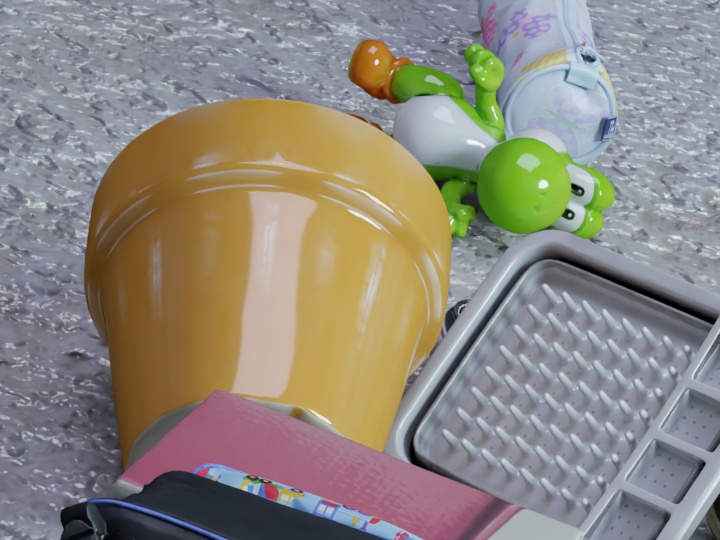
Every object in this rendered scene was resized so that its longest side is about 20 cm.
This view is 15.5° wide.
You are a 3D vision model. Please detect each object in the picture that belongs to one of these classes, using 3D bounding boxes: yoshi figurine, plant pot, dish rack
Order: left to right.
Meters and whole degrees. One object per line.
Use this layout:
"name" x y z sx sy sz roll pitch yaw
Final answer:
"plant pot" -0.053 0.043 1.396 0.200 0.200 0.183 7 44 -4
"yoshi figurine" 0.069 -0.079 1.731 0.200 0.112 0.112 25 48 21
"dish rack" 0.126 0.077 1.432 0.200 0.044 0.172 25 74 38

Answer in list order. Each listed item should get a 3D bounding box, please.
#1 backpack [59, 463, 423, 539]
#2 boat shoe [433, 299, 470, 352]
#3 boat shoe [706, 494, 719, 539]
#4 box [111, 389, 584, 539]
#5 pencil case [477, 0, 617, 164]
"backpack" -0.050 0.201 1.108 0.182 0.200 0.135 16 9 16
"boat shoe" 0.111 0.060 1.520 0.070 0.066 0.200 -7 33 -28
"boat shoe" 0.275 0.150 1.403 0.072 0.072 0.200 -20 40 -42
"box" -0.013 0.161 1.238 0.200 0.128 0.109 20 30 17
"pencil case" 0.132 -0.152 1.885 0.083 0.091 0.200 6 28 -6
